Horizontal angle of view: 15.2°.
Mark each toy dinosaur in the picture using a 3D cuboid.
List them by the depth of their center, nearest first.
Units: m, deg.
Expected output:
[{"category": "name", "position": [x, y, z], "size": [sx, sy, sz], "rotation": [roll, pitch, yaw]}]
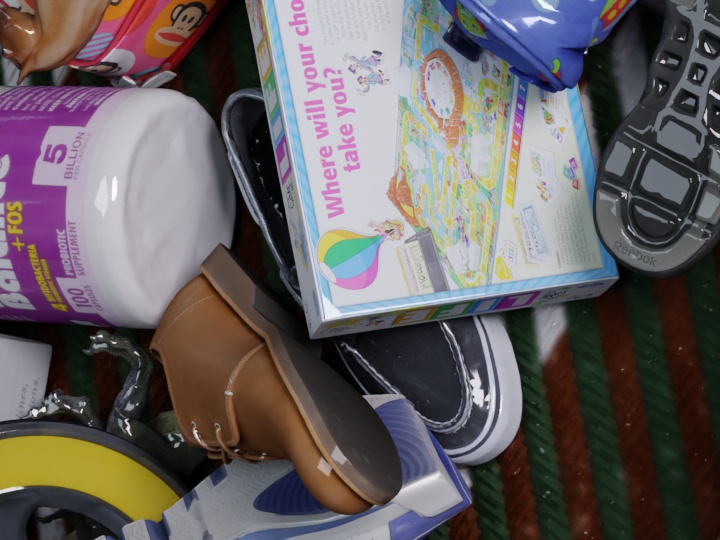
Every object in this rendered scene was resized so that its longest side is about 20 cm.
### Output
[{"category": "toy dinosaur", "position": [-0.109, 0.079, 1.271], "size": [0.200, 0.047, 0.088], "rotation": [-44, 80, 16]}]

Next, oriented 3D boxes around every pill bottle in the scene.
[{"category": "pill bottle", "position": [-0.169, -0.032, 1.279], "size": [0.199, 0.112, 0.113], "rotation": [2, 85, 29]}]

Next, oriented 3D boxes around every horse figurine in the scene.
[{"category": "horse figurine", "position": [-0.110, -0.181, 1.199], "size": [0.200, 0.050, 0.133], "rotation": [-31, 107, 12]}]

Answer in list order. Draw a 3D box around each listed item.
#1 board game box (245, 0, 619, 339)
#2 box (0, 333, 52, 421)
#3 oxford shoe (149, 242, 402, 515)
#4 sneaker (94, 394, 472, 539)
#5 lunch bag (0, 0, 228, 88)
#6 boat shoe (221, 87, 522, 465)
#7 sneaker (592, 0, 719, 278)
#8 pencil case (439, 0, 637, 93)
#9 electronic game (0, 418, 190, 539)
[{"category": "board game box", "position": [0.026, -0.079, 1.179], "size": [0.134, 0.034, 0.201], "rotation": [-8, 77, -13]}, {"category": "box", "position": [-0.265, 0.114, 1.263], "size": [0.130, 0.200, 0.200], "rotation": [8, 87, 31]}, {"category": "oxford shoe", "position": [-0.039, 0.061, 1.151], "size": [0.071, 0.071, 0.200], "rotation": [-45, 29, 1]}, {"category": "sneaker", "position": [-0.036, 0.144, 1.195], "size": [0.199, 0.115, 0.081], "rotation": [-29, 36, 7]}, {"category": "lunch bag", "position": [-0.143, -0.185, 1.301], "size": [0.200, 0.082, 0.176], "rotation": [44, 105, 25]}, {"category": "boat shoe", "position": [0.000, 0.000, 1.206], "size": [0.072, 0.068, 0.200], "rotation": [-35, 72, 21]}, {"category": "sneaker", "position": [0.156, -0.093, 1.123], "size": [0.075, 0.079, 0.201], "rotation": [30, 99, 16]}, {"category": "pencil case", "position": [0.118, -0.160, 1.135], "size": [0.200, 0.087, 0.078], "rotation": [-47, 45, -2]}, {"category": "electronic game", "position": [-0.150, 0.167, 1.215], "size": [0.042, 0.199, 0.201], "rotation": [-170, 92, -67]}]
